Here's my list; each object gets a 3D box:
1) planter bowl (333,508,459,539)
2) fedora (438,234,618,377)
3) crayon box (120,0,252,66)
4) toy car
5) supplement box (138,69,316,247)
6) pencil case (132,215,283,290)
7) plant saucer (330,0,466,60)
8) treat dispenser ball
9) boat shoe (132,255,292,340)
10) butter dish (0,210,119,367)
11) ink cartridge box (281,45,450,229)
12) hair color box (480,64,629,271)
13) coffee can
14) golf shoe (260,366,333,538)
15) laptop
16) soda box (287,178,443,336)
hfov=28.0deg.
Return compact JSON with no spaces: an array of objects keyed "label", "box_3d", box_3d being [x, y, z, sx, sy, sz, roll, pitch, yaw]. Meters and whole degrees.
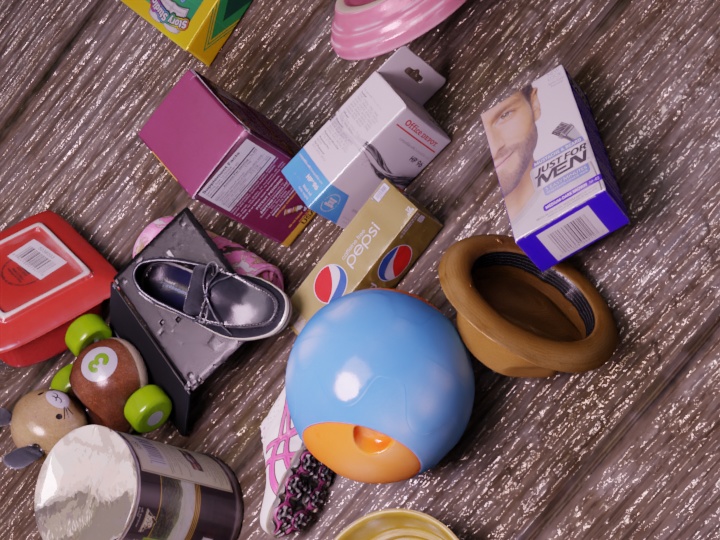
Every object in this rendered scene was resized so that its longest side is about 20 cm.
[{"label":"planter bowl","box_3d":[0.049,0.352,1.483,0.198,0.083,0.203,-10,69,26]},{"label":"fedora","box_3d":[0.163,0.051,1.479,0.201,0.199,0.082,53,137,31]},{"label":"crayon box","box_3d":[-0.224,-0.394,1.902,0.200,0.058,0.174,39,98,34]},{"label":"toy car","box_3d":[-0.355,0.167,1.704,0.164,0.198,0.159,44,127,29]},{"label":"supplement box","box_3d":[-0.139,-0.127,1.680,0.103,0.199,0.131,-48,56,9]},{"label":"pencil case","box_3d":[-0.185,0.003,1.742,0.199,0.086,0.084,26,133,35]},{"label":"plant saucer","box_3d":[0.046,-0.319,1.653,0.199,0.051,0.201,-26,27,14]},{"label":"treat dispenser ball","box_3d":[0.020,0.120,1.504,0.198,0.200,0.204,-10,70,29]},{"label":"boat shoe","box_3d":[-0.171,0.029,1.617,0.197,0.062,0.076,16,84,21]},{"label":"butter dish","box_3d":[-0.419,0.050,1.841,0.198,0.149,0.199,-30,49,-27]},{"label":"ink cartridge box","box_3d":[0.021,-0.145,1.637,0.200,0.116,0.068,-46,58,12]},{"label":"hair color box","box_3d":[0.201,-0.110,1.512,0.109,0.065,0.202,-30,41,20]},{"label":"coffee can","box_3d":[-0.247,0.263,1.626,0.145,0.199,0.149,-10,70,29]},{"label":"golf shoe","box_3d":[-0.075,0.200,1.621,0.091,0.072,0.202,5,68,39]},{"label":"laptop","box_3d":[-0.208,0.064,1.713,0.200,0.103,0.178,-43,69,9]},{"label":"soda box","box_3d":[0.000,0.000,1.634,0.201,0.068,0.064,-51,57,8]}]
